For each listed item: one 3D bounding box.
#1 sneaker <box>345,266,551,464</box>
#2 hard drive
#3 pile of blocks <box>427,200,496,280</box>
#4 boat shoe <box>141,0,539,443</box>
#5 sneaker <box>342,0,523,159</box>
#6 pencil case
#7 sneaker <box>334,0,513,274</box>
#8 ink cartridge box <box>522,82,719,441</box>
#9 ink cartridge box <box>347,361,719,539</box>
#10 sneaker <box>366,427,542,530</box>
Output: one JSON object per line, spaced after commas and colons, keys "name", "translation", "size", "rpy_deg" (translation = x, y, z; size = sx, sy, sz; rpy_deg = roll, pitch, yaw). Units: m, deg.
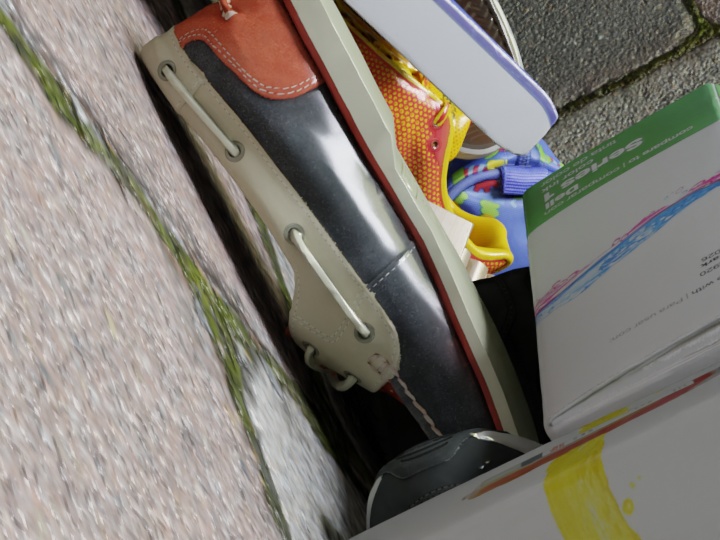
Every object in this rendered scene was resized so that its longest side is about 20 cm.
{"name": "sneaker", "translation": [0.063, 0.067, 0.967], "size": [0.076, 0.091, 0.200], "rpy_deg": [65, 5, 33]}
{"name": "hard drive", "translation": [0.000, -0.118, 0.992], "size": [0.132, 0.025, 0.200], "rpy_deg": [42, 6, -20]}
{"name": "pile of blocks", "translation": [0.035, 0.042, 1.043], "size": [0.200, 0.082, 0.062], "rpy_deg": [46, 56, -41]}
{"name": "boat shoe", "translation": [0.000, 0.000, 0.851], "size": [0.201, 0.062, 0.071], "rpy_deg": [63, 5, -6]}
{"name": "sneaker", "translation": [-0.002, -0.127, 1.161], "size": [0.200, 0.073, 0.085], "rpy_deg": [49, -11, 6]}
{"name": "pencil case", "translation": [0.038, -0.061, 1.221], "size": [0.200, 0.078, 0.087], "rpy_deg": [-120, -146, -53]}
{"name": "sneaker", "translation": [-0.001, -0.074, 1.084], "size": [0.200, 0.077, 0.073], "rpy_deg": [58, 10, -27]}
{"name": "ink cartridge box", "translation": [0.122, 0.046, 0.837], "size": [0.145, 0.084, 0.200], "rpy_deg": [57, 13, -17]}
{"name": "ink cartridge box", "translation": [0.104, 0.102, 0.684], "size": [0.146, 0.199, 0.083], "rpy_deg": [63, 10, 0]}
{"name": "sneaker", "translation": [0.065, 0.135, 0.784], "size": [0.200, 0.074, 0.085], "rpy_deg": [60, 8, -25]}
